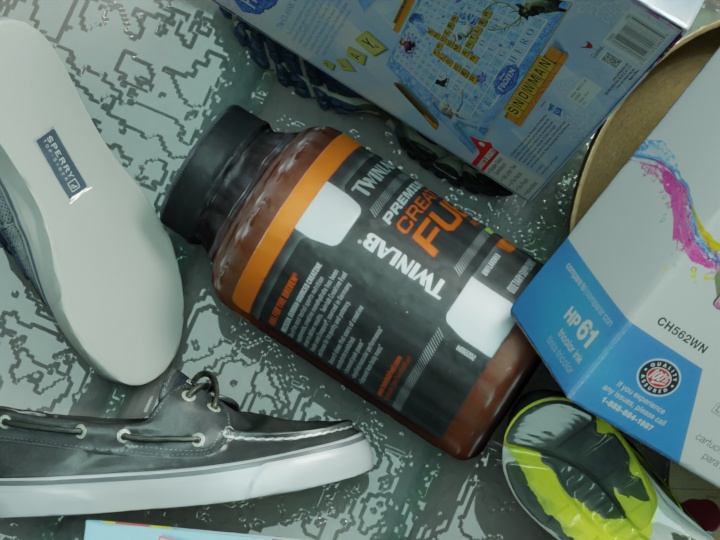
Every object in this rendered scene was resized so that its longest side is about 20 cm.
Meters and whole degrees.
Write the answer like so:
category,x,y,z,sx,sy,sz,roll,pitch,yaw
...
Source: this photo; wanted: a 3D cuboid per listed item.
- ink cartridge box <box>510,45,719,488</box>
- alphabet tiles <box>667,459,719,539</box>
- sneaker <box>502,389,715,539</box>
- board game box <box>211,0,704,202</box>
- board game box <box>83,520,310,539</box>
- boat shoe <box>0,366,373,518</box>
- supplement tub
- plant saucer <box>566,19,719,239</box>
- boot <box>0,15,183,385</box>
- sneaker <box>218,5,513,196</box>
category,x,y,z,sx,sy,sz,roll,pitch,yaw
ink cartridge box,0.191,-0.007,1.115,0.144,0.085,0.200,30,105,-29
alphabet tiles,0.255,0.064,1.205,0.199,0.008,0.168,2,108,-2
sneaker,0.140,0.134,1.195,0.074,0.085,0.201,-32,103,7
board game box,0.037,-0.134,1.119,0.199,0.200,0.041,32,63,-4
board game box,-0.036,0.185,1.163,0.199,0.103,0.106,6,78,-1
boat shoe,-0.095,0.082,1.202,0.199,0.070,0.067,-5,91,5
supplement tub,0.000,0.000,1.203,0.199,0.107,0.107,33,79,5
plant saucer,0.173,-0.033,1.206,0.199,0.035,0.201,-13,114,-30
boot,-0.161,-0.036,1.231,0.073,0.090,0.201,-31,107,-28
sneaker,0.013,-0.122,1.255,0.199,0.077,0.085,33,72,-3
